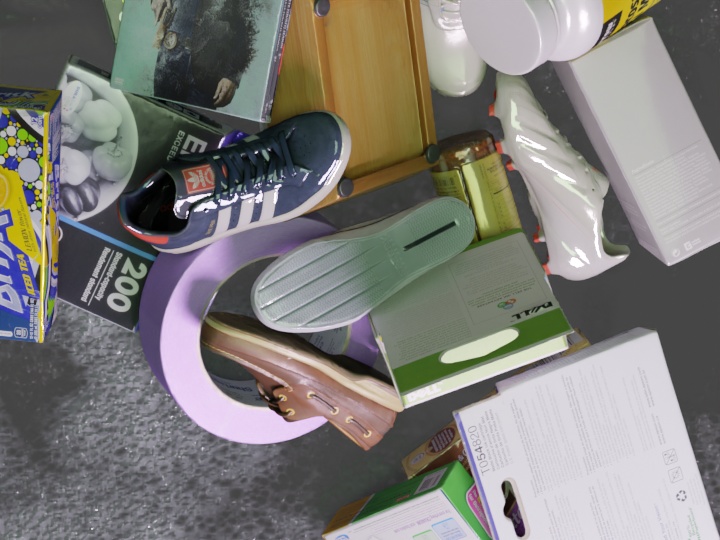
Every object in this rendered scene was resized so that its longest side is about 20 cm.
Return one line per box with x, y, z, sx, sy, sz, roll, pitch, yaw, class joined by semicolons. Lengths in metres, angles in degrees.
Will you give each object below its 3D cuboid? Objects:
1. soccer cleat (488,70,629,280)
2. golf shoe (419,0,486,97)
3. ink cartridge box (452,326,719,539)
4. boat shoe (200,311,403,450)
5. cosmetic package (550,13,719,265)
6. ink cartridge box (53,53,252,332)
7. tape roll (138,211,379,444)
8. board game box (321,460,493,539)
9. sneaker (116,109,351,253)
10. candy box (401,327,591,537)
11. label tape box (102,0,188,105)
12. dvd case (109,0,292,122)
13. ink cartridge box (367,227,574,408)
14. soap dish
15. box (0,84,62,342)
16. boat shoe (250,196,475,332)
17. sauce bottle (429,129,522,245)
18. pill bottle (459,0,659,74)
0.169;-0.086;1.729;0.077;0.069;0.201;-16;111;18;soccer cleat
0.067;-0.237;1.675;0.078;0.097;0.201;-14;105;-7;golf shoe
0.188;0.173;1.727;0.199;0.041;0.201;-20;98;-16;ink cartridge box
-0.049;0.093;1.661;0.200;0.072;0.068;26;94;-31;boat shoe
0.241;-0.115;1.714;0.090;0.107;0.201;-25;105;0;cosmetic package
-0.191;-0.053;1.701;0.199;0.043;0.199;23;110;-11;ink cartridge box
-0.083;0.042;1.707;0.199;0.066;0.201;-7;110;-20;tape roll
0.083;0.273;1.772;0.153;0.040;0.200;-26;107;40;board game box
-0.103;-0.070;1.582;0.199;0.084;0.075;-27;68;23;sneaker
0.149;0.159;1.789;0.200;0.056;0.117;-37;103;2;candy box
-0.141;-0.237;1.672;0.143;0.066;0.201;-14;101;-2;label tape box
-0.118;-0.228;1.594;0.145;0.022;0.201;15;97;24;dvd case
0.090;0.058;1.621;0.147;0.200;0.076;-20;116;1;ink cartridge box
-0.012;-0.154;1.658;0.157;0.081;0.201;-21;109;-44;soap dish
-0.282;-0.046;1.648;0.070;0.064;0.201;5;111;2;box
0.000;0.000;1.652;0.199;0.067;0.074;-20;91;-17;boat shoe
0.110;-0.018;1.743;0.066;0.066;0.201;-16;104;-2;sauce bottle
0.175;-0.239;1.634;0.200;0.112;0.113;-36;106;-32;pill bottle
